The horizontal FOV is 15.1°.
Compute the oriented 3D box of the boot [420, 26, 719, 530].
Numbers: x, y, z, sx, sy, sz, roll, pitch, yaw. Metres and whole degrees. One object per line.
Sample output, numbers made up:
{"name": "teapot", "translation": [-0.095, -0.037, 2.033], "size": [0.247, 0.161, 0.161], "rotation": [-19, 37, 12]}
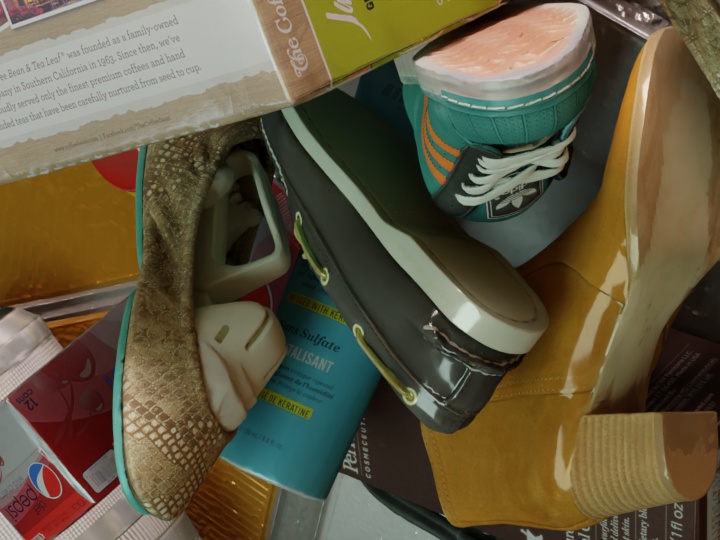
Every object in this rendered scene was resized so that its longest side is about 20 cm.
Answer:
{"name": "boot", "translation": [0.080, 0.006, 1.121], "size": [0.144, 0.071, 0.201], "rotation": [-6, 78, 45]}

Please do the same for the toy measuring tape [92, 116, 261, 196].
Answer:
{"name": "toy measuring tape", "translation": [-0.124, -0.073, 1.303], "size": [0.200, 0.074, 0.074], "rotation": [11, 127, 36]}

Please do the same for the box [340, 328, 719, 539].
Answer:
{"name": "box", "translation": [0.082, 0.066, 1.222], "size": [0.200, 0.075, 0.100], "rotation": [20, 131, 32]}

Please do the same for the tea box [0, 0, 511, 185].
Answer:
{"name": "tea box", "translation": [-0.053, -0.137, 1.081], "size": [0.200, 0.197, 0.134], "rotation": [-11, 103, 46]}

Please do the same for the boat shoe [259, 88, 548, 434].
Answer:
{"name": "boat shoe", "translation": [0.003, -0.014, 1.126], "size": [0.061, 0.072, 0.201], "rotation": [-59, 41, 21]}

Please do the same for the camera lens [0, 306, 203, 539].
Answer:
{"name": "camera lens", "translation": [-0.189, 0.132, 1.444], "size": [0.200, 0.160, 0.160], "rotation": [53, 139, -4]}

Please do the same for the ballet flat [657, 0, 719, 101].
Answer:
{"name": "ballet flat", "translation": [0.164, -0.078, 1.057], "size": [0.200, 0.070, 0.065], "rotation": [62, 165, -10]}

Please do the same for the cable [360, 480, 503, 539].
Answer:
{"name": "cable", "translation": [0.070, 0.136, 1.274], "size": [0.200, 0.097, 0.050], "rotation": [22, 170, 41]}

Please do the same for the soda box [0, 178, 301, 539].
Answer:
{"name": "soda box", "translation": [-0.094, 0.042, 1.260], "size": [0.063, 0.200, 0.070], "rotation": [49, 140, 0]}

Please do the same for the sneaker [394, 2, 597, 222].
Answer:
{"name": "sneaker", "translation": [0.058, -0.058, 1.057], "size": [0.200, 0.071, 0.080], "rotation": [-124, 17, -80]}

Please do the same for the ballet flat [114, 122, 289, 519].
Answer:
{"name": "ballet flat", "translation": [-0.064, 0.012, 1.159], "size": [0.065, 0.200, 0.071], "rotation": [-11, 145, 15]}

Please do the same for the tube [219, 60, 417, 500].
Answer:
{"name": "tube", "translation": [0.000, 0.000, 1.193], "size": [0.077, 0.050, 0.200], "rotation": [22, 88, 23]}
